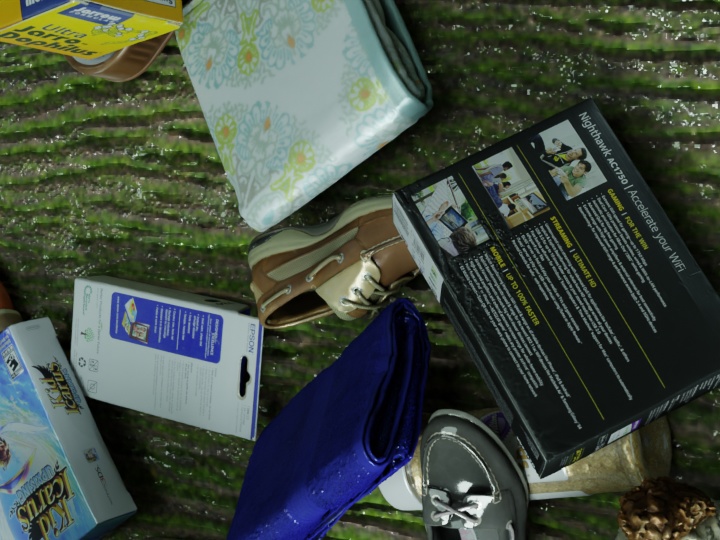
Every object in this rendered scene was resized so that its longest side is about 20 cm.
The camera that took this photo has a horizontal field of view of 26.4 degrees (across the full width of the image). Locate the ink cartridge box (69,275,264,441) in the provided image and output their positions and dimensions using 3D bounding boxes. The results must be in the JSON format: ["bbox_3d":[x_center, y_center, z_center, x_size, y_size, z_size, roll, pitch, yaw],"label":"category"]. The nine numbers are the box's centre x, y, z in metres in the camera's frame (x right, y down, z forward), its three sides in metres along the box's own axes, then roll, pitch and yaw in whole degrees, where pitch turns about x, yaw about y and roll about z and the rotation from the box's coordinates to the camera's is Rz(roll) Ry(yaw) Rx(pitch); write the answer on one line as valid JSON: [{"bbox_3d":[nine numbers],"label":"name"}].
[{"bbox_3d":[-0.148,0.067,1.222,0.200,0.039,0.100,12,100,34],"label":"ink cartridge box"}]

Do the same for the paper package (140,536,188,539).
[{"bbox_3d":[-0.152,0.274,1.146,0.191,0.200,0.104,0,94,33],"label":"paper package"}]

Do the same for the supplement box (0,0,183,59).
[{"bbox_3d":[-0.215,-0.273,1.146,0.109,0.109,0.200,-12,80,38],"label":"supplement box"}]

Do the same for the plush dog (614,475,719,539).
[{"bbox_3d":[0.180,0.214,0.955,0.172,0.200,0.160,-43,34,3],"label":"plush dog"}]

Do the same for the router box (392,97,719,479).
[{"bbox_3d":[0.130,0.009,0.969,0.149,0.051,0.200,-26,71,-8],"label":"router box"}]

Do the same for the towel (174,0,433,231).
[{"bbox_3d":[-0.047,-0.154,1.114,0.171,0.048,0.200,-36,64,32],"label":"towel"}]

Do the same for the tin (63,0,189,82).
[{"bbox_3d":[-0.175,-0.238,1.206,0.200,0.042,0.112,-49,56,27],"label":"tin"}]

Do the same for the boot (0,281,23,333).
[{"bbox_3d":[-0.387,0.059,1.365,0.200,0.075,0.107,-35,72,22],"label":"boot"}]

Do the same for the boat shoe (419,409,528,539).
[{"bbox_3d":[0.077,0.180,1.016,0.067,0.057,0.200,4,130,24],"label":"boat shoe"}]

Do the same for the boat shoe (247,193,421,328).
[{"bbox_3d":[0.000,0.000,1.090,0.200,0.076,0.074,-16,64,42],"label":"boat shoe"}]

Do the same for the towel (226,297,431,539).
[{"bbox_3d":[-0.020,0.126,1.079,0.050,0.148,0.200,31,134,-15],"label":"towel"}]

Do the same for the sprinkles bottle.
[{"bbox_3d":[0.108,0.123,1.040,0.200,0.068,0.068,-10,89,33],"label":"sprinkles bottle"}]

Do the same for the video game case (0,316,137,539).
[{"bbox_3d":[-0.289,0.165,1.298,0.200,0.045,0.181,-40,73,42],"label":"video game case"}]
